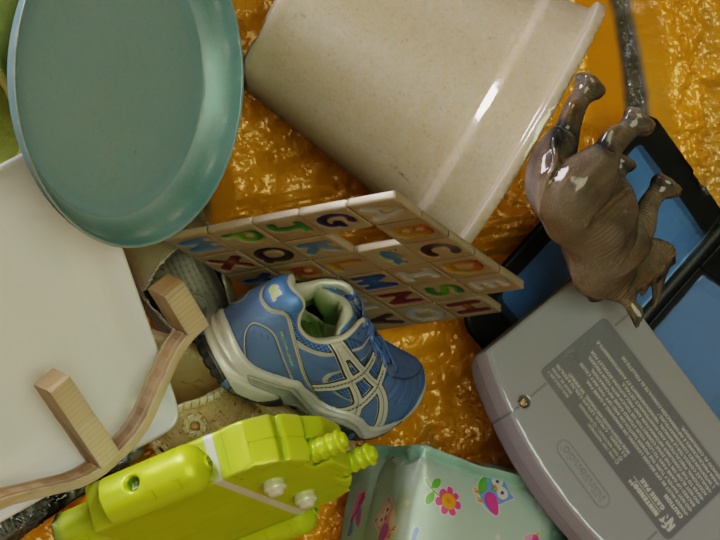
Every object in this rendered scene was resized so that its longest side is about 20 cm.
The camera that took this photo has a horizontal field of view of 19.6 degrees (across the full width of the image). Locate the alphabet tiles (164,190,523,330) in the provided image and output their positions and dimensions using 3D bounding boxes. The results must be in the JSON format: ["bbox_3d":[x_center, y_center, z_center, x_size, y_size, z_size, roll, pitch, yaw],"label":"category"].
[{"bbox_3d":[0.000,0.000,1.312,0.200,0.166,0.008,32,55,-52],"label":"alphabet tiles"}]

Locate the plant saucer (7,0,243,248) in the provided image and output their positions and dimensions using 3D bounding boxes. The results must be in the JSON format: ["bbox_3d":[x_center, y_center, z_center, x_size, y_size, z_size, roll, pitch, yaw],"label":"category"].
[{"bbox_3d":[-0.141,-0.115,1.232,0.199,0.027,0.202,-9,101,-53],"label":"plant saucer"}]

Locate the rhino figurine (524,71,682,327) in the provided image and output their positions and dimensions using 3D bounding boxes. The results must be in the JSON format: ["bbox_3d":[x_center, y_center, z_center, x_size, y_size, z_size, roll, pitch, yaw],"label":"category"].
[{"bbox_3d":[0.155,-0.030,1.294,0.088,0.059,0.200,-55,144,-15],"label":"rhino figurine"}]

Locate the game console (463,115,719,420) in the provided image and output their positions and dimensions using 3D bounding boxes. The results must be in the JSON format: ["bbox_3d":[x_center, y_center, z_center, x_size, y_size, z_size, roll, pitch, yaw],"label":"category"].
[{"bbox_3d":[0.201,0.031,1.408,0.175,0.117,0.200,37,77,29],"label":"game console"}]

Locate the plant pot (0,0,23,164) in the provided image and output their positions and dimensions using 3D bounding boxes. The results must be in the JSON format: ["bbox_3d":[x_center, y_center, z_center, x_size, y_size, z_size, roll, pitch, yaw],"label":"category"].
[{"bbox_3d":[-0.215,-0.197,1.276,0.200,0.200,0.190,46,67,-10],"label":"plant pot"}]

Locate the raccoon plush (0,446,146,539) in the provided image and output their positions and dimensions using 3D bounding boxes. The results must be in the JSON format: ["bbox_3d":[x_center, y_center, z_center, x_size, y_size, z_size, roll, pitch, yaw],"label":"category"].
[{"bbox_3d":[-0.252,0.113,1.320,0.199,0.097,0.135,-30,83,-43],"label":"raccoon plush"}]

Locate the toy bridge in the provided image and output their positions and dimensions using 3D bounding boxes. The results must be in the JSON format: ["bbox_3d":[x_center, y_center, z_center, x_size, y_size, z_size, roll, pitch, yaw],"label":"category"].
[{"bbox_3d":[-0.168,0.090,1.240,0.200,0.027,0.068,-42,119,-21],"label":"toy bridge"}]

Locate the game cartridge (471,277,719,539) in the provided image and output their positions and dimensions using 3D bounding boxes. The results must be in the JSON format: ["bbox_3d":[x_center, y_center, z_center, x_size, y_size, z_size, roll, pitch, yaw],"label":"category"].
[{"bbox_3d":[0.165,0.110,1.348,0.133,0.040,0.201,-35,88,-32],"label":"game cartridge"}]

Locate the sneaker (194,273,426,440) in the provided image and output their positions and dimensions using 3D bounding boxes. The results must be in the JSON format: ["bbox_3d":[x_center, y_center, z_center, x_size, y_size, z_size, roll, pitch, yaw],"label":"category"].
[{"bbox_3d":[-0.014,0.054,1.331,0.077,0.199,0.076,-41,58,23],"label":"sneaker"}]

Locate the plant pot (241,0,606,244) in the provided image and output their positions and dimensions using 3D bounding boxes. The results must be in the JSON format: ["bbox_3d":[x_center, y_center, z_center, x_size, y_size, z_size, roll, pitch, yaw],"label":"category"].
[{"bbox_3d":[0.029,-0.131,1.341,0.183,0.200,0.202,31,81,-2],"label":"plant pot"}]

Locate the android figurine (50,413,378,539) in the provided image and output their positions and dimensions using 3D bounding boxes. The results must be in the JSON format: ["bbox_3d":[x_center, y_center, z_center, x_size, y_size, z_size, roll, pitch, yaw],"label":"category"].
[{"bbox_3d":[-0.087,0.140,1.299,0.198,0.182,0.041,-21,67,16],"label":"android figurine"}]

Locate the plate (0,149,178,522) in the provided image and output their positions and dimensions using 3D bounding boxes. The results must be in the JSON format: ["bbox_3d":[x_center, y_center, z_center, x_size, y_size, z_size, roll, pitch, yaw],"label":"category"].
[{"bbox_3d":[-0.222,0.044,1.232,0.199,0.032,0.201,-27,111,-27],"label":"plate"}]

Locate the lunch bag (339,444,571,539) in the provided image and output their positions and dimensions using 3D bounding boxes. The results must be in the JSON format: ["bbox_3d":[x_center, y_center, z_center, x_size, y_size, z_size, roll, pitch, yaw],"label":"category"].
[{"bbox_3d":[0.084,0.217,1.376,0.198,0.122,0.172,19,77,-24],"label":"lunch bag"}]

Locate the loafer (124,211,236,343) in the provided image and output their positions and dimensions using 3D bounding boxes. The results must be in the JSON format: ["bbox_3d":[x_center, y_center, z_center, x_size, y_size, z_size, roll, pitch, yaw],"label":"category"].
[{"bbox_3d":[-0.129,-0.023,1.344,0.076,0.067,0.201,-37,101,-16],"label":"loafer"}]

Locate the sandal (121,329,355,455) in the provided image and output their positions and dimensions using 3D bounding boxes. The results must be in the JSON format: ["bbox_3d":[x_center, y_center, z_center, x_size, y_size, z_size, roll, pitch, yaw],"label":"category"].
[{"bbox_3d":[-0.097,0.103,1.332,0.210,0.078,0.070,23,52,-23],"label":"sandal"}]
